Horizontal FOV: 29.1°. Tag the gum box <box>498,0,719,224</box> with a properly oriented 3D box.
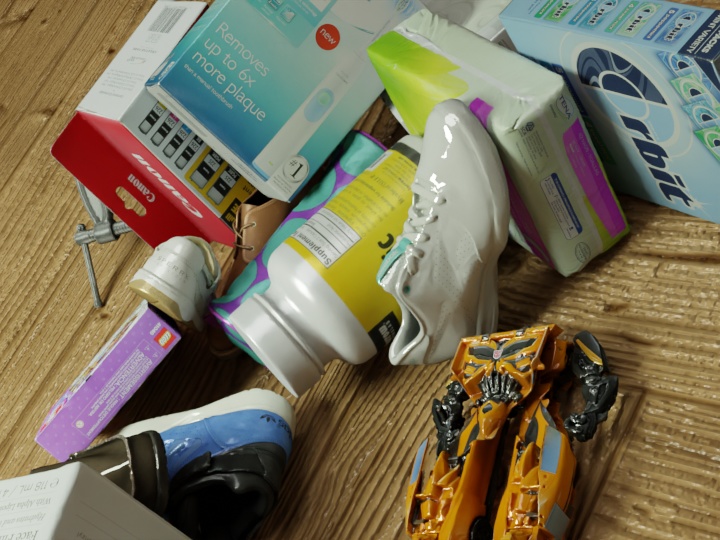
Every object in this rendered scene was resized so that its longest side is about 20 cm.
[{"bbox_3d":[0.202,-0.107,0.927,0.045,0.170,0.200,-47,37,-13],"label":"gum box"}]

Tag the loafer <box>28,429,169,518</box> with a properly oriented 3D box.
[{"bbox_3d":[-0.210,0.173,1.032,0.200,0.071,0.073,-34,60,42],"label":"loafer"}]

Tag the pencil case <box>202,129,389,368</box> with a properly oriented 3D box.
[{"bbox_3d":[-0.039,-0.016,1.150,0.092,0.085,0.200,32,79,36],"label":"pencil case"}]

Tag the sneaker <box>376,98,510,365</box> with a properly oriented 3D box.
[{"bbox_3d":[0.050,-0.017,0.964,0.088,0.201,0.075,-15,31,-21],"label":"sneaker"}]

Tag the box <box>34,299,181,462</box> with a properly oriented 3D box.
[{"bbox_3d":[-0.212,0.090,1.184,0.137,0.039,0.200,-49,8,-4],"label":"box"}]

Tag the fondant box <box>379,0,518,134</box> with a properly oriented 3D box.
[{"bbox_3d":[0.075,-0.193,1.211,0.144,0.058,0.200,-41,29,7],"label":"fondant box"}]

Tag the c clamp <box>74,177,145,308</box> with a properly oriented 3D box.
[{"bbox_3d":[-0.202,-0.075,1.356,0.199,0.172,0.027,-20,2,19],"label":"c clamp"}]

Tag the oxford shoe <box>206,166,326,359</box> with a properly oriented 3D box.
[{"bbox_3d":[-0.092,-0.019,1.216,0.071,0.071,0.201,6,64,44],"label":"oxford shoe"}]

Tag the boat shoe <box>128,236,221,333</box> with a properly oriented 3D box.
[{"bbox_3d":[-0.147,0.006,1.175,0.070,0.071,0.200,-57,4,-6],"label":"boat shoe"}]

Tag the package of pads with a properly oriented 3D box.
[{"bbox_3d":[0.103,-0.096,1.031,0.068,0.155,0.200,-38,38,-8],"label":"package of pads"}]

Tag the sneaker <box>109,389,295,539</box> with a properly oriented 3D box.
[{"bbox_3d":[-0.143,0.172,1.068,0.199,0.077,0.112,-21,33,20],"label":"sneaker"}]

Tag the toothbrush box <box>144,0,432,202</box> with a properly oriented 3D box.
[{"bbox_3d":[-0.057,-0.179,1.146,0.200,0.146,0.085,-50,17,-7],"label":"toothbrush box"}]

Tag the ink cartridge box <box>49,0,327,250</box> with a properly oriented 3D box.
[{"bbox_3d":[-0.147,-0.109,1.244,0.084,0.200,0.176,17,69,49],"label":"ink cartridge box"}]

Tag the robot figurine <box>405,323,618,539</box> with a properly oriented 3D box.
[{"bbox_3d":[0.094,0.117,0.918,0.144,0.058,0.201,-12,49,36],"label":"robot figurine"}]

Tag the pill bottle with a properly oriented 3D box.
[{"bbox_3d":[0.000,0.000,1.056,0.200,0.111,0.111,-42,36,-8],"label":"pill bottle"}]

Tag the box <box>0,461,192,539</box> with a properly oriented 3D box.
[{"bbox_3d":[-0.216,0.249,0.979,0.198,0.200,0.131,-15,46,34],"label":"box"}]
